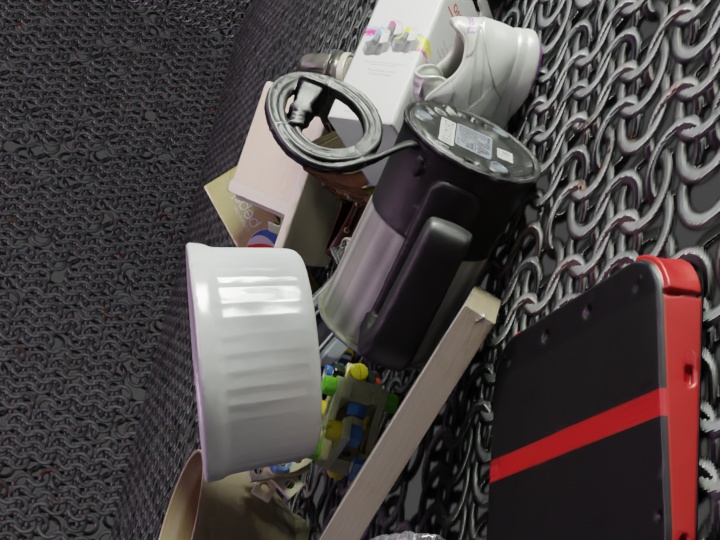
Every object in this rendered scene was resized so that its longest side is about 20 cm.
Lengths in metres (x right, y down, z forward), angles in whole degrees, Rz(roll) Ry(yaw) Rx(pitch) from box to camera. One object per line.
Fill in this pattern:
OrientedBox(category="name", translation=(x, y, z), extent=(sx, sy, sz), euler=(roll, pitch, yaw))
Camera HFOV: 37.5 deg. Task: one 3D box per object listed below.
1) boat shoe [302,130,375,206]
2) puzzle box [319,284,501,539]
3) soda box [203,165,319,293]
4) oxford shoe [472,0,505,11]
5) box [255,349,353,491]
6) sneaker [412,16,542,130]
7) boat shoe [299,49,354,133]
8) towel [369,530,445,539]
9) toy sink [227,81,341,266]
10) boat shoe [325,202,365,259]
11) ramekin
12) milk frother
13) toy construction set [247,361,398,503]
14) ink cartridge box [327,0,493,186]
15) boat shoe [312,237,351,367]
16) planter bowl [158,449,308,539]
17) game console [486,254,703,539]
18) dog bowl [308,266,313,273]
OrientedBox(category="boat shoe", translation=(-0.015, -0.102, 1.109), extent=(0.072, 0.068, 0.200), euler=(-29, 19, -8))
OrientedBox(category="puzzle box", translation=(0.039, 0.106, 0.774), extent=(0.201, 0.025, 0.133), euler=(-59, -6, 10))
OrientedBox(category="soda box", translation=(-0.133, -0.045, 1.415), extent=(0.201, 0.068, 0.064), euler=(59, 180, 27))
OrientedBox(category="oxford shoe", translation=(0.142, -0.346, 0.986), extent=(0.200, 0.072, 0.085), euler=(124, 162, -44))
OrientedBox(category="box", translation=(-0.075, 0.150, 1.209), extent=(0.070, 0.064, 0.201), euler=(-103, 33, -63))
OrientedBox(category="sneaker", translation=(0.077, -0.124, 0.914), extent=(0.075, 0.099, 0.201), euler=(-112, 41, -64))
OrientedBox(category="boat shoe", translation=(-0.020, -0.186, 1.232), extent=(0.200, 0.057, 0.067), euler=(67, -141, -59))
OrientedBox(category="towel", translation=(0.010, 0.276, 0.729), extent=(0.200, 0.085, 0.166), euler=(134, 151, -59))
OrientedBox(category="toy sink", translation=(-0.081, -0.119, 1.340), extent=(0.130, 0.112, 0.201), euler=(5, -74, -62))
OrientedBox(category="boat shoe", translation=(0.007, -0.095, 1.186), extent=(0.070, 0.070, 0.201), euler=(124, 159, -56))
OrientedBox(category="ramekin", translation=(-0.093, 0.074, 0.904), extent=(0.200, 0.097, 0.202), euler=(176, 90, -80))
OrientedBox(category="milk frother", translation=(0.006, -0.040, 0.838), extent=(0.189, 0.199, 0.180), euler=(-64, -12, 27))
OrientedBox(category="toy construction set", translation=(-0.030, 0.159, 1.014), extent=(0.200, 0.092, 0.132), euler=(-32, 41, 51))
OrientedBox(category="ink cartridge box", translation=(0.052, -0.187, 0.978), extent=(0.201, 0.067, 0.115), euler=(-68, -29, -20))
OrientedBox(category="boat shoe", translation=(0.000, 0.000, 1.031), extent=(0.200, 0.071, 0.072), euler=(-55, 8, 2))
OrientedBox(category="planter bowl", translation=(-0.135, 0.304, 1.116), extent=(0.200, 0.134, 0.201), euler=(-162, 90, -74))
OrientedBox(category="game console", translation=(0.131, 0.098, 0.620), extent=(0.200, 0.031, 0.178), euler=(134, 145, -60))
OrientedBox(category="dog bowl", translation=(-0.132, 0.008, 1.544), extent=(0.200, 0.078, 0.201), euler=(-162, 90, -75))
